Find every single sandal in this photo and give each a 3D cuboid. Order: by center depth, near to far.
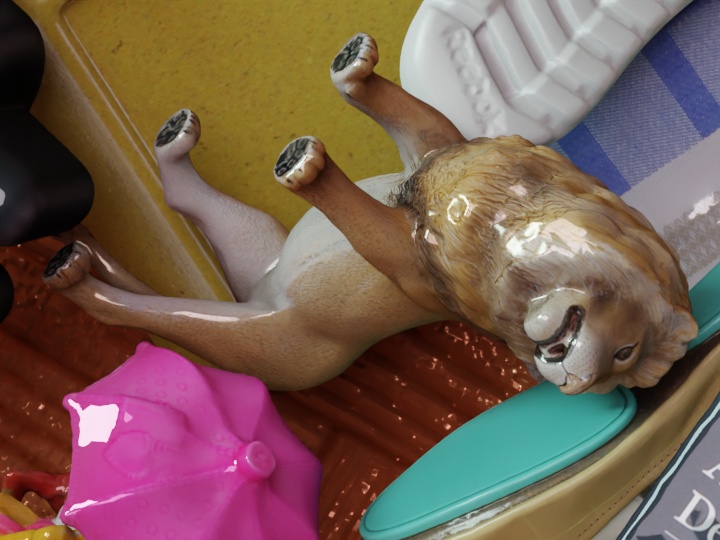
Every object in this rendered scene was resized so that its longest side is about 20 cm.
[{"bbox_3d":[0.083,-0.112,0.893,0.203,0.050,0.082,-40,93,-19],"label":"sandal"}]

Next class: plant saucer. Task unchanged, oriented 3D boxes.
[{"bbox_3d":[-0.013,-0.070,0.920,0.200,0.200,0.048,-31,25,2],"label":"plant saucer"}]

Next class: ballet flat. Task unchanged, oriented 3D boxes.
[{"bbox_3d":[0.094,0.047,0.864,0.200,0.069,0.063,-35,108,2],"label":"ballet flat"}]

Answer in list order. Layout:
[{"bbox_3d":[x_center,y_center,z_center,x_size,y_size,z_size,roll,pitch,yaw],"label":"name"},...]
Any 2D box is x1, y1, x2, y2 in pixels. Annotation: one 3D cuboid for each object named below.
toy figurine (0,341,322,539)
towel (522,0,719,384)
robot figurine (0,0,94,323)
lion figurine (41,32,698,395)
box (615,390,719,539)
[{"bbox_3d":[-0.098,0.088,0.880,0.184,0.200,0.150,-10,74,8],"label":"toy figurine"},{"bbox_3d":[0.129,0.016,0.906,0.147,0.024,0.200,-34,91,0],"label":"towel"},{"bbox_3d":[-0.176,-0.063,0.852,0.200,0.125,0.150,41,63,5],"label":"robot figurine"},{"bbox_3d":[0.000,0.000,0.861,0.200,0.122,0.073,-12,46,50],"label":"lion figurine"},{"bbox_3d":[0.175,0.059,0.772,0.148,0.107,0.200,35,95,14],"label":"box"}]
